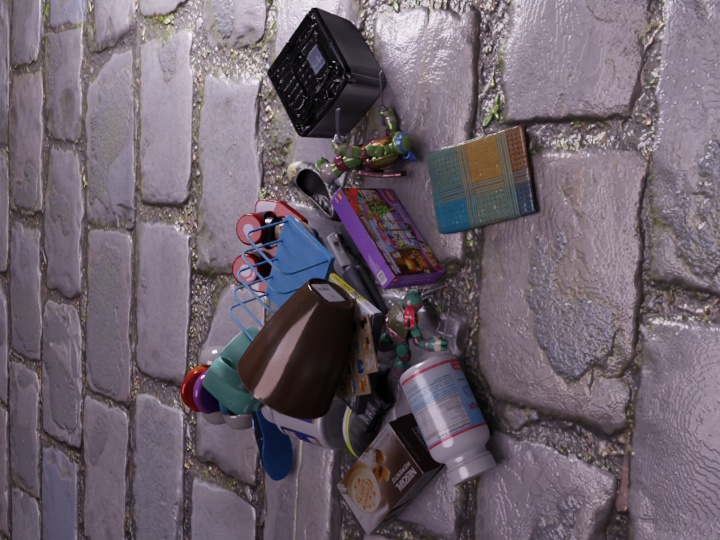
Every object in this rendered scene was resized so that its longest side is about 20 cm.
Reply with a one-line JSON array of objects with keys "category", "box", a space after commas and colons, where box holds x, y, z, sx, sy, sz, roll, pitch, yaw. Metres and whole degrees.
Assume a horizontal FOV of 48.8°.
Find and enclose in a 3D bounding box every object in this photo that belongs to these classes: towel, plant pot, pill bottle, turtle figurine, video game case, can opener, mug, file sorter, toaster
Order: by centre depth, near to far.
[{"category": "towel", "box": [0.201, -0.148, 1.330, 0.198, 0.022, 0.149, -11, 85, 42]}, {"category": "pill bottle", "box": [0.151, 0.251, 1.340, 0.108, 0.108, 0.202, -39, 66, 38]}, {"category": "turtle figurine", "box": [0.087, 0.094, 1.393, 0.201, 0.099, 0.151, 113, 155, -43]}, {"category": "plant pot", "box": [-0.094, 0.122, 1.397, 0.187, 0.185, 0.202, 42, 114, 34]}, {"category": "turtle figurine", "box": [-0.004, -0.248, 1.445, 0.193, 0.199, 0.146, -22, 43, 47]}, {"category": "video game case", "box": [-0.029, 0.133, 1.471, 0.180, 0.025, 0.203, 37, 123, 50]}, {"category": "file sorter", "box": [-0.156, 0.027, 1.500, 0.139, 0.122, 0.202, 42, 131, 28]}, {"category": "toaster", "box": [-0.065, -0.363, 1.510, 0.181, 0.118, 0.202, -46, 62, 37]}, {"category": "can opener", "box": [0.000, 0.000, 1.514, 0.067, 0.053, 0.202, -46, 63, 36]}, {"category": "mug", "box": [-0.223, 0.209, 1.536, 0.114, 0.185, 0.153, 38, 125, 9]}, {"category": "pill bottle", "box": [-0.105, 0.279, 1.587, 0.198, 0.119, 0.122, 7, 97, 44]}]

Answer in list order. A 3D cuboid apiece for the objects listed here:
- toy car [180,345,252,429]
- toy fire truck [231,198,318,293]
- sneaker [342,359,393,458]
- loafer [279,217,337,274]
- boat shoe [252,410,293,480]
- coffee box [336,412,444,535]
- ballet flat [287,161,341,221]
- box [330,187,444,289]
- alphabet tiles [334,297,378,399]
[{"category": "toy car", "box": [-0.321, 0.265, 1.777, 0.198, 0.149, 0.178, 1, 93, 44]}, {"category": "toy fire truck", "box": [-0.167, -0.042, 1.654, 0.165, 0.112, 0.204, 10, 99, 17]}, {"category": "sneaker", "box": [0.018, 0.262, 1.501, 0.080, 0.073, 0.204, 9, 101, 39]}, {"category": "loafer", "box": [-0.096, -0.011, 1.580, 0.075, 0.068, 0.202, -30, 80, 22]}, {"category": "boat shoe", "box": [-0.189, 0.345, 1.702, 0.068, 0.083, 0.204, -165, 67, -65]}, {"category": "coffee box", "box": [0.056, 0.374, 1.459, 0.115, 0.079, 0.201, 52, 125, 25]}, {"category": "ballet flat", "box": [-0.087, -0.164, 1.586, 0.200, 0.056, 0.067, 40, 118, 36]}, {"category": "box", "box": [0.048, -0.060, 1.405, 0.039, 0.136, 0.201, -49, 61, 35]}, {"category": "alphabet tiles", "box": [-0.029, 0.145, 1.444, 0.199, 0.006, 0.169, -23, 74, 57]}]
